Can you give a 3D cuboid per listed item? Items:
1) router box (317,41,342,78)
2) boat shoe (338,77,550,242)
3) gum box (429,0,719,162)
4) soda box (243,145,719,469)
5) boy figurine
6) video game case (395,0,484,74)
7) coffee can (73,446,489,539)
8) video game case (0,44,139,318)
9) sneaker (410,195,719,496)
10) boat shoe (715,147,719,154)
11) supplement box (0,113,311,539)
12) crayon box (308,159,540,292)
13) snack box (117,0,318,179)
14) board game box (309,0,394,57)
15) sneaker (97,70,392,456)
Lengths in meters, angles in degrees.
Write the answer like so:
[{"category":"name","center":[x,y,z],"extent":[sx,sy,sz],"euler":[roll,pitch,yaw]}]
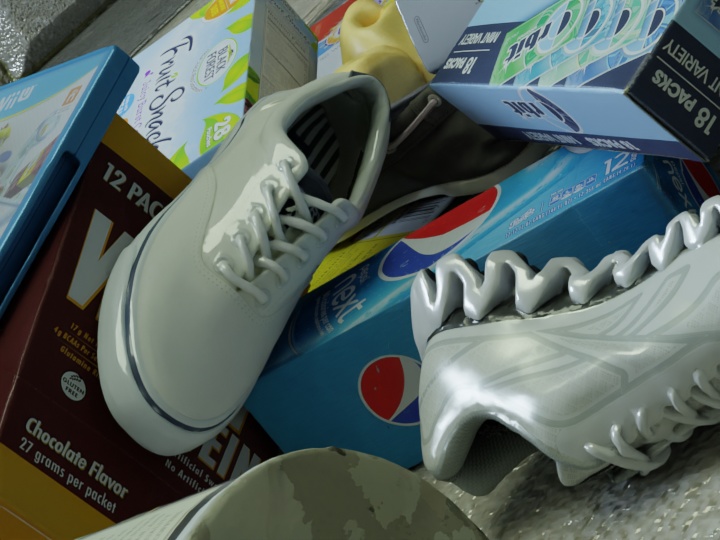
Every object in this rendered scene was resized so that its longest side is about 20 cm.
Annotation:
[{"category":"router box","center":[-0.031,-0.090,1.179],"extent":[0.199,0.049,0.180],"euler":[-35,17,12]},{"category":"boat shoe","center":[0.008,-0.057,0.817],"extent":[0.199,0.057,0.067],"euler":[-18,26,49]},{"category":"gum box","center":[0.124,-0.138,0.658],"extent":[0.201,0.044,0.170],"euler":[-58,20,-5]},{"category":"soda box","center":[0.050,0.015,0.699],"extent":[0.199,0.068,0.064],"euler":[-30,19,28]},{"category":"boy figurine","center":[0.042,-0.117,1.003],"extent":[0.200,0.124,0.065],"euler":[-48,-23,-49]},{"category":"video game case","center":[0.140,-0.161,0.880],"extent":[0.181,0.046,0.200],"euler":[-29,-6,31]},{"category":"coffee can","center":[-0.064,0.143,0.464],"extent":[0.199,0.147,0.147],"euler":[-25,21,38]},{"category":"video game case","center":[-0.177,0.001,0.729],"extent":[0.143,0.018,0.201],"euler":[-11,46,48]},{"category":"sneaker","center":[0.099,0.029,0.580],"extent":[0.199,0.075,0.082],"euler":[-15,54,40]},{"category":"boat shoe","center":[0.146,-0.068,0.719],"extent":[0.072,0.062,0.200],"euler":[-22,13,-18]},{"category":"supplement box","center":[-0.146,0.077,0.752],"extent":[0.197,0.133,0.201],"euler":[-28,35,32]},{"category":"crayon box","center":[0.000,0.000,0.873],"extent":[0.127,0.051,0.200],"euler":[-46,19,-22]},{"category":"snack box","center":[-0.107,-0.066,1.018],"extent":[0.168,0.068,0.201],"euler":[-32,29,20]},{"category":"board game box","center":[0.018,-0.183,1.333],"extent":[0.199,0.040,0.153],"euler":[-34,17,16]},{"category":"sneaker","center":[-0.042,-0.015,0.705],"extent":[0.071,0.073,0.201],"euler":[-33,25,41]}]
